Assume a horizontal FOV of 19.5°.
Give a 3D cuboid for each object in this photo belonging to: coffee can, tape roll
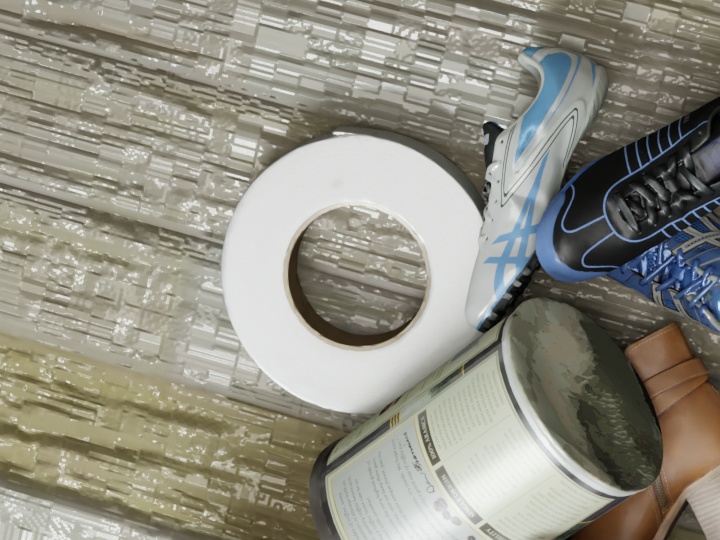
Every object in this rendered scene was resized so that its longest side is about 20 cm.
[{"bbox_3d":[0.083,0.132,1.418,0.200,0.146,0.147,-38,93,33],"label":"coffee can"},{"bbox_3d":[0.000,0.000,1.489,0.201,0.037,0.205,2,101,10],"label":"tape roll"}]

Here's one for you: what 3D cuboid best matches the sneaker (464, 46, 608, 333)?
[{"bbox_3d":[0.106,-0.056,1.430,0.072,0.072,0.201,20,88,6],"label":"sneaker"}]

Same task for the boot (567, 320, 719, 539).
[{"bbox_3d":[0.176,0.138,1.477,0.199,0.074,0.156,-27,88,15],"label":"boot"}]

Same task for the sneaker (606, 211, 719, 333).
[{"bbox_3d":[0.231,-0.004,1.427,0.199,0.077,0.076,18,106,8],"label":"sneaker"}]

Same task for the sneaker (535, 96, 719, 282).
[{"bbox_3d":[0.205,-0.062,1.378,0.199,0.078,0.070,-36,94,-14],"label":"sneaker"}]
